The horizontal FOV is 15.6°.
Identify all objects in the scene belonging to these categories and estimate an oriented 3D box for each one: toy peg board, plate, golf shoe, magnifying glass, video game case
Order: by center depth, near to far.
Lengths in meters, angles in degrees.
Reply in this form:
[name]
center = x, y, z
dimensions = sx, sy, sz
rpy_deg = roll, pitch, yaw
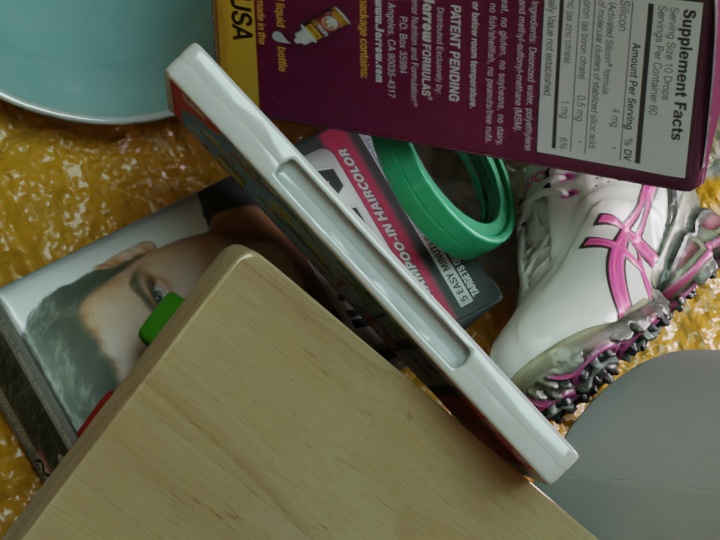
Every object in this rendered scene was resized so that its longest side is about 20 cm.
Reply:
[toy peg board]
center = -0.046, 0.122, 0.982
dimensions = 0.200, 0.098, 0.200
rpy_deg = 40, 83, -22
[video game case]
center = 0.000, 0.000, 0.992
dimensions = 0.017, 0.143, 0.200
rpy_deg = -43, 91, -4
[golf shoe]
center = 0.091, 0.001, 1.118
dimensions = 0.092, 0.073, 0.200
rpy_deg = 46, 31, 3
[plate]
center = -0.122, -0.151, 1.130
dimensions = 0.199, 0.026, 0.202
rpy_deg = 9, 66, -21
[magnifying glass]
center = 0.030, -0.085, 1.131
dimensions = 0.079, 0.022, 0.201
rpy_deg = 38, 34, -35

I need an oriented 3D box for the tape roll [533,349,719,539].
[tape roll]
center = 0.180, 0.134, 1.047
dimensions = 0.202, 0.139, 0.204
rpy_deg = -1, 92, -39

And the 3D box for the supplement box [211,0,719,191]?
[supplement box]
center = 0.052, -0.124, 1.048
dimensions = 0.198, 0.104, 0.131
rpy_deg = 10, 44, 11

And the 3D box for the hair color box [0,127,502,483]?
[hair color box]
center = -0.051, 0.019, 1.074
dimensions = 0.199, 0.061, 0.099
rpy_deg = -28, 83, -29
